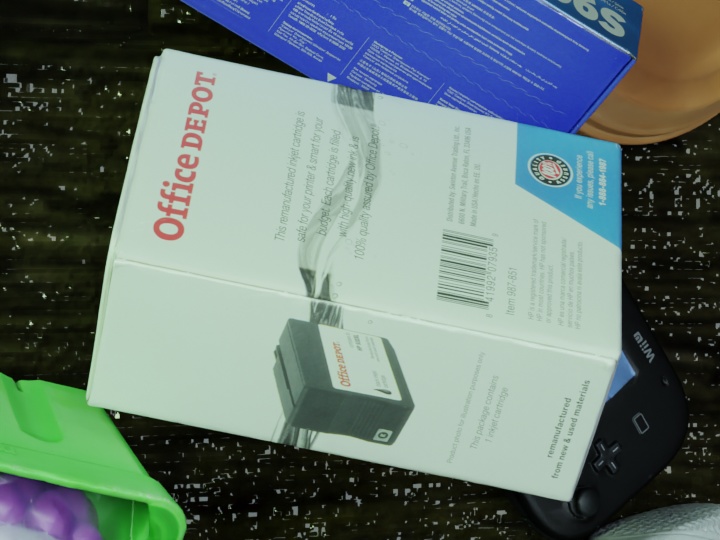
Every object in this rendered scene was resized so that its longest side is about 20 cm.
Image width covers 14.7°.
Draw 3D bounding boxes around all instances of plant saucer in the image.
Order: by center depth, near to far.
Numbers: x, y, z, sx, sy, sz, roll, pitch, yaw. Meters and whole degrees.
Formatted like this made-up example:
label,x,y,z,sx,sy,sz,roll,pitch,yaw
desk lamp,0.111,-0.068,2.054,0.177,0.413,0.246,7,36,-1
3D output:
label,x,y,z,sx,sy,sz,roll,pitch,yaw
plant saucer,0.141,-0.151,1.249,0.200,0.037,0.201,-15,115,-35

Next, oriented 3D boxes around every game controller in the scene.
label,x,y,z,sx,sy,sz,roll,pitch,yaw
game controller,0.074,0.020,1.258,0.104,0.042,0.200,-36,106,-18

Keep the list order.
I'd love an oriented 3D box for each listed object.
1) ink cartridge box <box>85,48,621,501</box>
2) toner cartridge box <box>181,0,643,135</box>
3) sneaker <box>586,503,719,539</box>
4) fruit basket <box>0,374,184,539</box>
label,x,y,z,sx,sy,sz,roll,pitch,yaw
ink cartridge box,0.000,0.000,1.130,0.199,0.145,0.084,12,129,-4
toner cartridge box,0.011,-0.119,1.178,0.200,0.095,0.043,31,37,-13
sneaker,0.098,0.188,1.256,0.199,0.075,0.115,-20,97,-25
fruit basket,-0.180,0.133,1.054,0.215,0.216,0.156,14,122,-24
